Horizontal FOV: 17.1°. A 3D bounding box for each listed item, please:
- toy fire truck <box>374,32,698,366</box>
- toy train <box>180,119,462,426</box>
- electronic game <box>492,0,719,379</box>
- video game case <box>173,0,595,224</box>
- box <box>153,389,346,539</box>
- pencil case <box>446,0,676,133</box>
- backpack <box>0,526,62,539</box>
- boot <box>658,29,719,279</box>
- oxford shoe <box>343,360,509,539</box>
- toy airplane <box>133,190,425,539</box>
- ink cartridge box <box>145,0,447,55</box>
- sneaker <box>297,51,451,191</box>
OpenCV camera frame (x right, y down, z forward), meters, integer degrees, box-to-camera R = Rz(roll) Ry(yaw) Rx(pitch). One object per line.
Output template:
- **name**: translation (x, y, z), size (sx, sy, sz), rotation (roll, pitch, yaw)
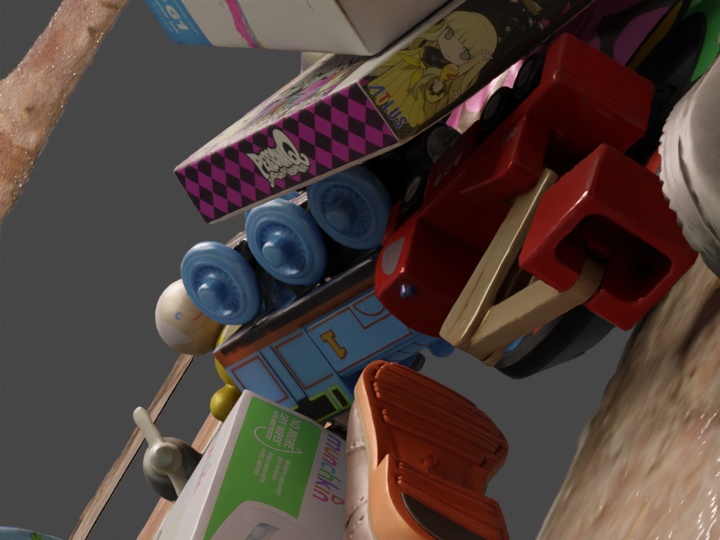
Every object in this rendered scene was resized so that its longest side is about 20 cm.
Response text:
- **toy fire truck**: translation (0.063, -0.013, 0.925), size (0.200, 0.049, 0.142), rotation (-45, 22, 47)
- **toy train**: translation (0.000, 0.000, 1.141), size (0.200, 0.114, 0.087), rotation (-30, 11, 46)
- **electronic game**: translation (0.111, -0.043, 1.001), size (0.201, 0.041, 0.200), rotation (-58, 7, 11)
- **video game case**: translation (0.028, -0.096, 1.030), size (0.181, 0.036, 0.200), rotation (-38, 9, -25)
- **box**: translation (-0.068, 0.183, 1.101), size (0.177, 0.096, 0.200), rotation (-59, 6, 23)
- **pencil case**: translation (0.094, -0.092, 1.150), size (0.093, 0.091, 0.200), rotation (-13, -35, -47)
- **backpack**: translation (-0.117, 0.204, 0.922), size (0.183, 0.199, 0.135), rotation (-54, 8, 32)
- **boot**: translation (0.160, -0.080, 0.721), size (0.132, 0.070, 0.201), rotation (-47, 17, 37)
- **oxford shoe**: translation (0.016, 0.097, 0.982), size (0.073, 0.071, 0.200), rotation (-62, 6, 18)
- **toy airplane**: translation (-0.055, 0.049, 1.375), size (0.199, 0.141, 0.200), rotation (-55, 8, 36)
- **ink cartridge box**: translation (-0.007, -0.164, 1.014), size (0.144, 0.085, 0.200), rotation (-38, 21, -19)
- **sneaker**: translation (-0.005, -0.093, 1.298), size (0.200, 0.073, 0.082), rotation (153, 107, -68)
